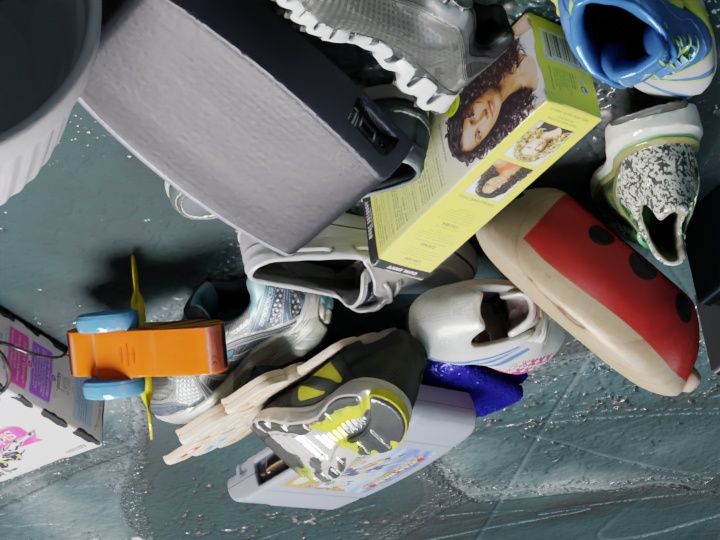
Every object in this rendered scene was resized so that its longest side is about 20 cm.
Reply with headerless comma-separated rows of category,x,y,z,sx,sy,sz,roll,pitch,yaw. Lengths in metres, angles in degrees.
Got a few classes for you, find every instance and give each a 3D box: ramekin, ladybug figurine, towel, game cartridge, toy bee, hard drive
ramekin,-0.235,-0.116,0.682,0.197,0.203,0.105,4,155,-14
ladybug figurine,0.172,0.010,0.962,0.072,0.199,0.136,-50,171,10
towel,0.040,0.121,1.170,0.198,0.050,0.147,-27,159,25
game cartridge,-0.003,0.153,1.126,0.132,0.042,0.199,18,139,-41
toy bee,-0.187,0.052,1.023,0.197,0.133,0.109,17,-171,11
hard drive,-0.080,-0.096,0.814,0.199,0.043,0.134,38,130,-21

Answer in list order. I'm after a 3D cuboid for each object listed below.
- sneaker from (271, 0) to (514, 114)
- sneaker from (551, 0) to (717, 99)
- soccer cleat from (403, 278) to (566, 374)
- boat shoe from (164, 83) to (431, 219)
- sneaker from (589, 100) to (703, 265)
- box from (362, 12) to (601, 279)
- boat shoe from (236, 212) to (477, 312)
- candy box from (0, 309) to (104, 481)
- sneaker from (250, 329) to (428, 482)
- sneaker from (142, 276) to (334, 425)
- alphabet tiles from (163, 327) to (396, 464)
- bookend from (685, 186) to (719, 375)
sneaker,0.020,-0.164,0.761,0.090,0.067,0.199,-30,143,28
sneaker,0.160,-0.133,0.785,0.075,0.106,0.199,-26,141,29
soccer cleat,0.119,0.043,1.030,0.086,0.071,0.198,-17,169,40
boat shoe,-0.045,-0.066,0.897,0.197,0.063,0.073,-16,147,17
sneaker,0.203,-0.040,0.932,0.076,0.090,0.200,-7,161,9
box,0.074,-0.078,0.888,0.050,0.076,0.200,13,141,-30
boat shoe,0.000,0.000,1.000,0.197,0.066,0.074,8,144,-20
candy box,-0.337,0.103,1.101,0.166,0.072,0.200,-22,143,23
sneaker,-0.010,0.103,1.013,0.075,0.085,0.199,46,146,-16
sneaker,-0.117,0.050,1.069,0.199,0.078,0.086,-35,125,27
alphabet tiles,-0.065,0.100,1.090,0.195,0.015,0.199,-35,169,23
bookend,0.322,0.016,1.045,0.197,0.093,0.199,14,142,-25
